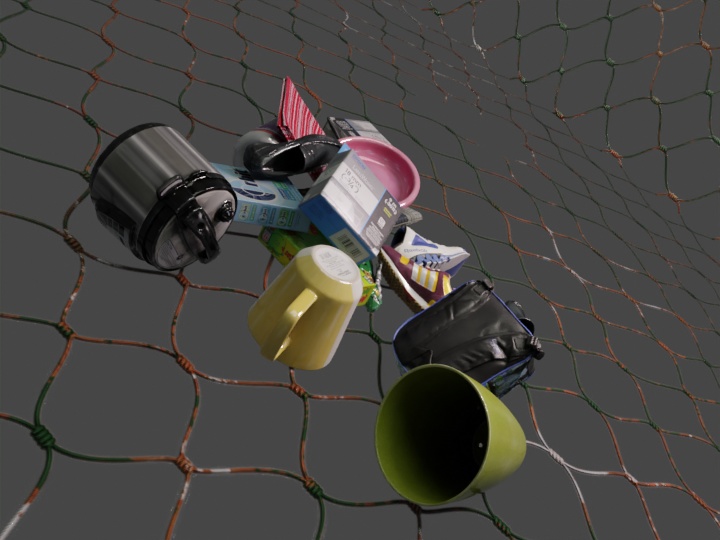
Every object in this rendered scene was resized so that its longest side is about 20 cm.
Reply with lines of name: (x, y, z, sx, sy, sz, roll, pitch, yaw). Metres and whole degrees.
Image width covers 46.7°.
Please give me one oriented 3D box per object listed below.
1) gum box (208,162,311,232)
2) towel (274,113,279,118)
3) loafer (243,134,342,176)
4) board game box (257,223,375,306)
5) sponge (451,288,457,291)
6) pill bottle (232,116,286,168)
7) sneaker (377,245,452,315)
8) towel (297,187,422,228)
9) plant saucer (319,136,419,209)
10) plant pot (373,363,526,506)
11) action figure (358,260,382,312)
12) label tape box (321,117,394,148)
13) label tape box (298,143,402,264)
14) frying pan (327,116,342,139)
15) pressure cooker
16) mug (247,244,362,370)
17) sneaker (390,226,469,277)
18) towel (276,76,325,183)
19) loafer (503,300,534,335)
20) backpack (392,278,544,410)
gum box: (-0.200, -0.132, 1.444, 0.199, 0.045, 0.170, 7, 24, -26)
towel: (-0.090, -0.261, 1.796, 0.200, 0.023, 0.143, 46, 10, 21)
loafer: (-0.112, -0.201, 1.499, 0.199, 0.069, 0.070, -12, 35, -34)
board game box: (-0.077, -0.016, 1.440, 0.101, 0.048, 0.200, -6, 43, -50)
sponge: (0.247, 0.119, 1.609, 0.111, 0.030, 0.201, 16, 35, -29)
pill bottle: (-0.164, -0.236, 1.634, 0.112, 0.113, 0.200, 35, 29, 2)
sneaker: (0.114, 0.021, 1.541, 0.090, 0.075, 0.200, -34, 74, -17)
towel: (-0.005, -0.125, 1.674, 0.199, 0.035, 0.192, 28, 25, 28)
plant saucer: (0.014, -0.176, 1.617, 0.199, 0.051, 0.202, 10, 48, -11)
plant pot: (0.151, 0.243, 1.197, 0.199, 0.187, 0.188, 21, 28, -50)
action figure: (0.000, 0.000, 1.514, 0.118, 0.055, 0.201, 17, 37, -34)
label tape box: (0.019, -0.264, 1.916, 0.144, 0.063, 0.200, -5, 47, -49)
label tape box: (-0.002, -0.128, 1.444, 0.144, 0.063, 0.200, 47, 45, -18)
frying pan: (-0.030, -0.231, 1.719, 0.190, 0.031, 0.115, 49, 21, -1)
pressure cooker: (-0.281, -0.100, 1.239, 0.200, 0.179, 0.176, 43, 27, 18)
mug: (-0.070, 0.057, 1.248, 0.149, 0.154, 0.187, 21, 32, -24)
sneaker: (0.126, -0.040, 1.670, 0.199, 0.081, 0.115, -8, 52, -49)
towel: (-0.101, -0.258, 1.614, 0.200, 0.022, 0.145, 55, 28, -44)
loafer: (0.299, 0.115, 1.564, 0.068, 0.071, 0.201, 29, 30, -11)
backpack: (0.161, 0.143, 1.341, 0.199, 0.147, 0.183, -27, 54, -13)
